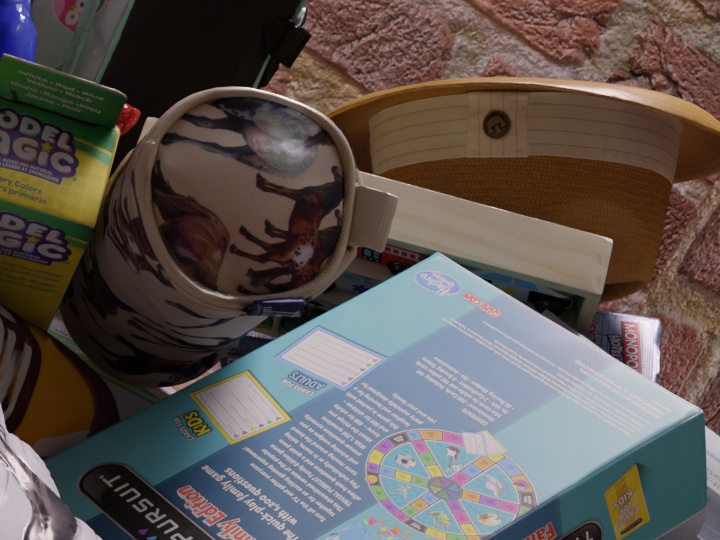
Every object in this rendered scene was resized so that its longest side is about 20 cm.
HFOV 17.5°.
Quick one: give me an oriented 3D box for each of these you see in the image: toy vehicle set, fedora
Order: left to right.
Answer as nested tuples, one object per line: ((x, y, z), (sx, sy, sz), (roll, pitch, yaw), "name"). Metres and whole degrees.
((0.000, 0.000, 0.995), (0.199, 0.027, 0.124), (15, -26, 4), "toy vehicle set")
((0.071, -0.029, 1.047), (0.199, 0.082, 0.201), (2, -10, 0), "fedora")

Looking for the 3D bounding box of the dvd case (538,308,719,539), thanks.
((0.076, 0.125, 0.887), (0.150, 0.200, 0.025), (36, -35, 7), "dvd case")

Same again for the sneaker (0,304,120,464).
((-0.151, 0.029, 0.806), (0.199, 0.075, 0.090), (23, -30, -37), "sneaker")

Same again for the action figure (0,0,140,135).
((-0.132, -0.082, 0.961), (0.098, 0.202, 0.065), (-4, -7, 31), "action figure")

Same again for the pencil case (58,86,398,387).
((-0.057, -0.006, 0.860), (0.089, 0.078, 0.200), (26, -16, -10), "pencil case")

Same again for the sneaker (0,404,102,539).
((-0.149, 0.045, 0.623), (0.115, 0.075, 0.200), (36, 1, -41), "sneaker")

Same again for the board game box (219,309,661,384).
((0.049, 0.086, 1.117), (0.198, 0.201, 0.062), (-3, 36, 12), "board game box")

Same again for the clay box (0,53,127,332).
((-0.162, -0.017, 0.859), (0.114, 0.048, 0.200), (17, -30, -11), "clay box")

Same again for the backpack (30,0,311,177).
((-0.124, -0.120, 1.106), (0.152, 0.177, 0.200), (18, 11, -20), "backpack")

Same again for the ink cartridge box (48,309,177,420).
((-0.154, 0.049, 1.071), (0.117, 0.068, 0.200), (32, 0, -39), "ink cartridge box")

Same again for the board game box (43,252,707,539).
((0.000, 0.080, 0.831), (0.151, 0.199, 0.047), (32, -40, 45), "board game box")
